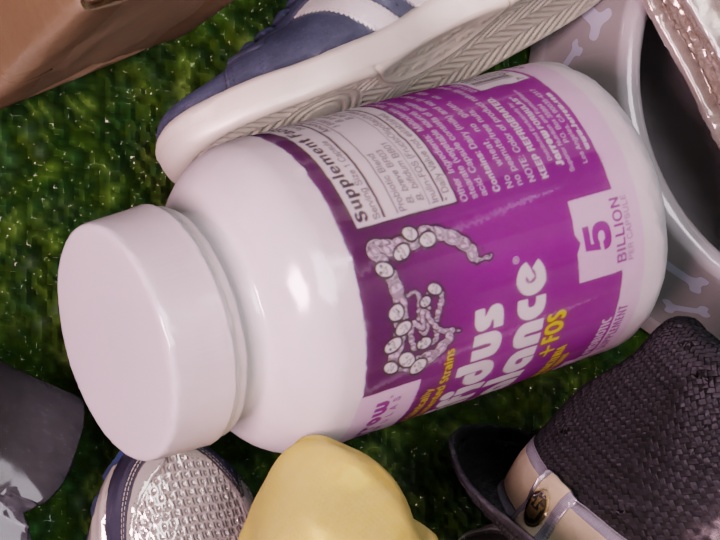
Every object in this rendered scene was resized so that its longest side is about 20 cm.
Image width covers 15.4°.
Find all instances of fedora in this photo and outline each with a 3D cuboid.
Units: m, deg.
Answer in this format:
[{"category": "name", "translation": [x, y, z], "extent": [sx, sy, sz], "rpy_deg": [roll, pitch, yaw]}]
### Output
[{"category": "fedora", "translation": [0.128, 0.074, 0.931], "extent": [0.200, 0.201, 0.092], "rpy_deg": [25, 100, -18]}]

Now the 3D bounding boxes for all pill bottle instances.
[{"category": "pill bottle", "translation": [0.000, 0.000, 0.934], "extent": [0.199, 0.112, 0.113], "rpy_deg": [-17, 88, -29]}]

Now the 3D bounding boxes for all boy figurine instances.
[{"category": "boy figurine", "translation": [0.036, 0.140, 0.877], "extent": [0.200, 0.064, 0.124], "rpy_deg": [43, 27, 2]}]

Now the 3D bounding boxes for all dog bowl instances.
[{"category": "dog bowl", "translation": [0.166, -0.063, 1.056], "extent": [0.199, 0.059, 0.201], "rpy_deg": [4, 80, -23]}]

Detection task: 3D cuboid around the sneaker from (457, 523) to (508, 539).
[{"category": "sneaker", "translation": [0.044, 0.188, 0.933], "extent": [0.082, 0.077, 0.201], "rpy_deg": [16, 72, -58]}]

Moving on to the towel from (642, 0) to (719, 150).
[{"category": "towel", "translation": [0.199, -0.063, 1.021], "extent": [0.132, 0.034, 0.201], "rpy_deg": [-30, 93, -26]}]

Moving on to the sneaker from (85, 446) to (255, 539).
[{"category": "sneaker", "translation": [-0.033, 0.149, 0.917], "extent": [0.077, 0.085, 0.201], "rpy_deg": [-17, 88, -25]}]

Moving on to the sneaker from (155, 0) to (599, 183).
[{"category": "sneaker", "translation": [-0.001, -0.102, 0.989], "extent": [0.199, 0.075, 0.085], "rpy_deg": [-29, 72, -19]}]

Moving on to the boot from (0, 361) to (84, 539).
[{"category": "boot", "translation": [-0.177, 0.008, 0.886], "extent": [0.199, 0.066, 0.165], "rpy_deg": [30, 79, -14]}]

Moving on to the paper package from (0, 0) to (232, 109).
[{"category": "paper package", "translation": [-0.109, -0.172, 0.878], "extent": [0.103, 0.191, 0.201], "rpy_deg": [-25, 91, -23]}]
